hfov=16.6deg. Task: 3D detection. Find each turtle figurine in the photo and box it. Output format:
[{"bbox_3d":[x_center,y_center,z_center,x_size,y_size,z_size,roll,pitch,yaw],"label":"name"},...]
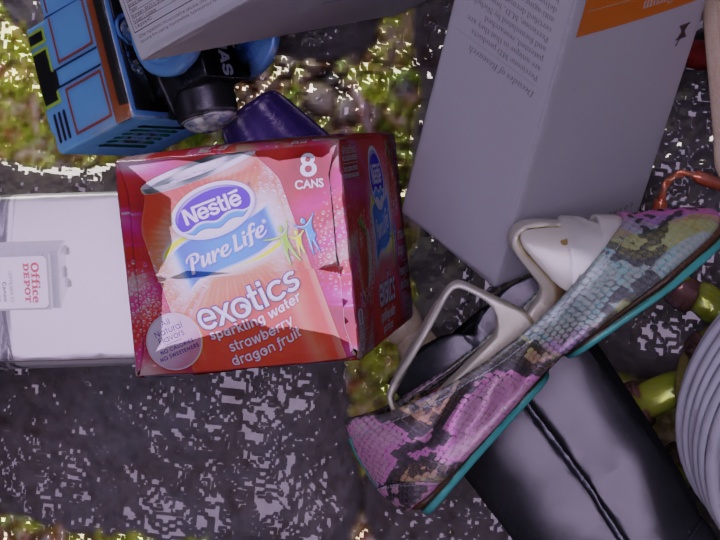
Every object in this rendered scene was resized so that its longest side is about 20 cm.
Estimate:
[{"bbox_3d":[0.181,0.064,1.209,0.161,0.064,0.200,-44,97,12],"label":"turtle figurine"}]

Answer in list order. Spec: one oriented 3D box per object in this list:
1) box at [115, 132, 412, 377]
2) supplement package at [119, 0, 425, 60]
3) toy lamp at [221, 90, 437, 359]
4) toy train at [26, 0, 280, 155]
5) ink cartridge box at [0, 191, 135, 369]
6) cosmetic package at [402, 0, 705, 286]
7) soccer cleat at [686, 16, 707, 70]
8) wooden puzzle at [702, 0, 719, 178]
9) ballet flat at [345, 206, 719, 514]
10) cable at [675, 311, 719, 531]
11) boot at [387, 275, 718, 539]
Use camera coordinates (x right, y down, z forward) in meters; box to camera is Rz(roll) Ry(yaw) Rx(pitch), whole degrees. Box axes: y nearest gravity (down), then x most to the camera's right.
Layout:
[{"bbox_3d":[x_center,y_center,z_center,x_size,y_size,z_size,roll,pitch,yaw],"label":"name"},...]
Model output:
[{"bbox_3d":[-0.038,-0.011,1.115,0.099,0.200,0.096,-5,93,8],"label":"box"},{"bbox_3d":[-0.027,-0.226,1.155,0.147,0.191,0.201,-23,86,41],"label":"supplement package"},{"bbox_3d":[0.000,0.000,1.238,0.058,0.058,0.201,-35,85,5],"label":"toy lamp"},{"bbox_3d":[-0.116,-0.156,1.231,0.114,0.086,0.201,-22,78,35],"label":"toy train"},{"bbox_3d":[-0.174,0.006,1.214,0.198,0.147,0.083,-2,90,6],"label":"ink cartridge box"},{"bbox_3d":[0.095,-0.102,1.139,0.071,0.101,0.201,40,134,32],"label":"cosmetic package"},{"bbox_3d":[0.198,-0.132,1.212,0.198,0.069,0.086,4,86,9],"label":"soccer cleat"},{"bbox_3d":[0.237,-0.136,1.107,0.184,0.046,0.201,0,102,25],"label":"wooden puzzle"},{"bbox_3d":[0.073,0.024,1.119,0.200,0.069,0.071,-42,94,2],"label":"ballet flat"},{"bbox_3d":[0.246,0.062,1.137,0.200,0.069,0.200,-42,124,16],"label":"cable"},{"bbox_3d":[0.076,0.125,1.173,0.164,0.066,0.201,-34,90,-3],"label":"boot"}]
